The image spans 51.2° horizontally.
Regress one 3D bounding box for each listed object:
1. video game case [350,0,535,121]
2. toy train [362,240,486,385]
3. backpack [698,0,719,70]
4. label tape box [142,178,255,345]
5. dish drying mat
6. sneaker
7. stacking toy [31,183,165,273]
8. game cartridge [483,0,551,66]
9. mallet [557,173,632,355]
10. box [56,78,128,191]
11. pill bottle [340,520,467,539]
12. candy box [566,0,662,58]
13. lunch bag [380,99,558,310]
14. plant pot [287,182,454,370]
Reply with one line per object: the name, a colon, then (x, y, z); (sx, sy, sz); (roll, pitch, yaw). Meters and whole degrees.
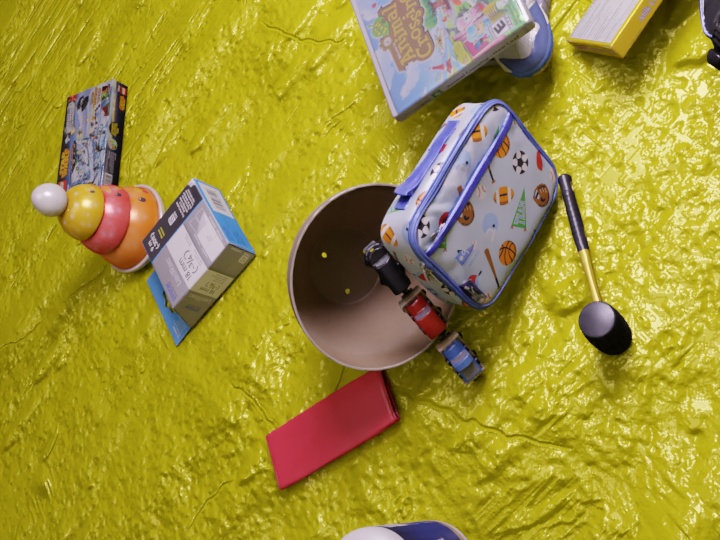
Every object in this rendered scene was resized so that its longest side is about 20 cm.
video game case: (0.079, -0.299, 0.837); (0.180, 0.022, 0.204); (-30, 67, 28)
toy train: (0.072, 0.049, 0.808); (0.034, 0.201, 0.046); (-40, 16, 1)
backpack: (0.408, -0.277, 0.660); (0.188, 0.152, 0.205); (-4, 83, 42)
label tape box: (-0.264, -0.011, 1.125); (0.200, 0.063, 0.145); (-47, 56, 16)
dish drying mat: (-0.038, 0.198, 0.938); (0.199, 0.018, 0.078); (-36, 59, 24)
sneaker: (0.158, -0.314, 0.849); (0.074, 0.088, 0.204); (-23, 69, 23)
stacking toy: (-0.417, -0.086, 1.170); (0.144, 0.199, 0.150); (-9, 73, 32)
game cartridge: (0.139, -0.317, 0.936); (0.197, 0.038, 0.133); (5, 77, 36)
mallet: (0.229, -0.015, 0.772); (0.041, 0.065, 0.204); (-22, 66, 26)
box: (-0.485, -0.229, 1.355); (0.135, 0.040, 0.205); (-7, 74, 33)
pill bottle: (0.032, 0.311, 0.744); (0.109, 0.199, 0.114); (-9, 73, 32)
candy box: (0.305, -0.321, 0.792); (0.202, 0.026, 0.102); (-56, 19, 11)
lunch bag: (0.114, -0.067, 0.787); (0.075, 0.160, 0.202); (12, 65, 54)
plant pot: (0.000, 0.000, 0.876); (0.204, 0.197, 0.134); (-69, 19, 0)
